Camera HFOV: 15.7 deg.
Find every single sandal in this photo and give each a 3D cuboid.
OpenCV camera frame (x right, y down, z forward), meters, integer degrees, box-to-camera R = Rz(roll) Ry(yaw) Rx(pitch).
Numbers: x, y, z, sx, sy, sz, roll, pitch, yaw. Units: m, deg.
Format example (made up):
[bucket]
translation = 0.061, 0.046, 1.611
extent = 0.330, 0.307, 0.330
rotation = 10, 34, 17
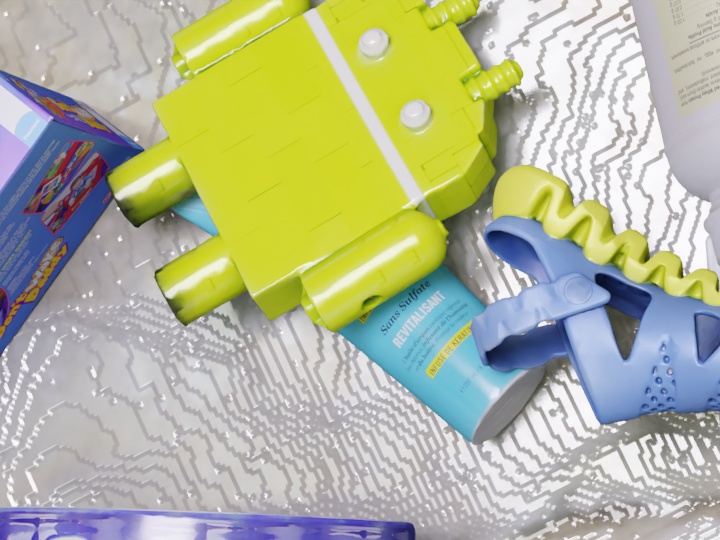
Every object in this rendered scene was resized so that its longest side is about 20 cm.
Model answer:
[sandal]
translation = 0.129, 0.036, 1.172
extent = 0.199, 0.080, 0.087
rotation = 28, 74, 22

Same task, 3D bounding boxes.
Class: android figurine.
[android figurine]
translation = -0.019, -0.060, 1.239
extent = 0.199, 0.041, 0.183
rotation = -29, 62, 4

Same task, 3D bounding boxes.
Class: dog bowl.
[dog bowl]
translation = -0.073, 0.149, 1.176
extent = 0.199, 0.200, 0.079
rotation = 1, 84, 14

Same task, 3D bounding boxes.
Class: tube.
[tube]
translation = 0.000, 0.000, 1.253
extent = 0.200, 0.050, 0.077
rotation = 41, 81, 19

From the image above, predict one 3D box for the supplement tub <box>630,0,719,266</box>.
[supplement tub]
translation = 0.194, -0.113, 1.153
extent = 0.144, 0.145, 0.201
rotation = -14, 80, 13

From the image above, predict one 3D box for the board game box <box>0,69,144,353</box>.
[board game box]
translation = -0.197, 0.003, 1.253
extent = 0.045, 0.134, 0.200
rotation = 37, 95, 14

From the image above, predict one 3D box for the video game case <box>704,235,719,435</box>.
[video game case]
translation = 0.262, 0.046, 1.193
extent = 0.199, 0.018, 0.144
rotation = -5, 84, 14
